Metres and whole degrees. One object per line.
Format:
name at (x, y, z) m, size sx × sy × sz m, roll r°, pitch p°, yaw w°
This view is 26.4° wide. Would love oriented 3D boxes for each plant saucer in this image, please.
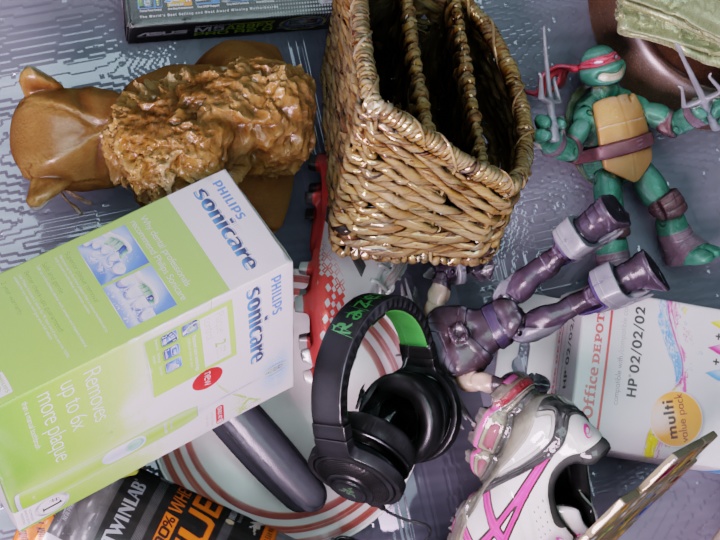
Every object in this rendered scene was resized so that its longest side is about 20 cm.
plant saucer at (0.276, -0.210, 1.185) m, size 0.199 × 0.034 × 0.202 m, roll 1°, pitch 82°, yaw -10°

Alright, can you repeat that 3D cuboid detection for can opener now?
can opener at (-0.093, 0.088, 1.047) m, size 0.079 × 0.063 × 0.200 m, roll -39°, pitch 90°, yaw -12°

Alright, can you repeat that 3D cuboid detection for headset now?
headset at (0.005, 0.112, 1.023) m, size 0.123 × 0.094 × 0.201 m, roll -37°, pitch 123°, yaw -50°

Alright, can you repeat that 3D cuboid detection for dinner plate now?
dinner plate at (-0.052, 0.099, 1.096) m, size 0.199 × 0.024 × 0.202 m, roll 1°, pitch 82°, yaw -9°

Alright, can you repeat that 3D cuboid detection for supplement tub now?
supplement tub at (-0.129, 0.206, 1.015) m, size 0.199 × 0.123 × 0.123 m, roll 24°, pitch 80°, yaw -1°

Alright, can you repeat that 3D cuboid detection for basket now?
basket at (0.051, -0.121, 1.037) m, size 0.142 × 0.149 × 0.201 m, roll 4°, pitch 47°, yaw -8°

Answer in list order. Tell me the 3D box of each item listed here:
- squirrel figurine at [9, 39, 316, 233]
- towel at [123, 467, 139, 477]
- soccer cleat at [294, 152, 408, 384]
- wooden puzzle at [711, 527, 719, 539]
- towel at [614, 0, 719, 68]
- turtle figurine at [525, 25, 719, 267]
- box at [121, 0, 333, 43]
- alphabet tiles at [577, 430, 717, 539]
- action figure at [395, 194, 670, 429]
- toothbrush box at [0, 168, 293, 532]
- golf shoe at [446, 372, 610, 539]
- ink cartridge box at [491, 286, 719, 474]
squirrel figurine at (-0.133, -0.093, 1.015) m, size 0.186 × 0.200 × 0.143 m, roll 1°, pitch 89°, yaw -21°
towel at (-0.246, 0.099, 1.010) m, size 0.199 × 0.144 × 0.023 m, roll -2°, pitch 122°, yaw -8°
soccer cleat at (0.000, 0.000, 1.069) m, size 0.085 × 0.069 × 0.201 m, roll 1°, pitch 59°, yaw 2°
wooden puzzle at (0.352, 0.190, 1.109) m, size 0.200 × 0.037 × 0.185 m, roll 43°, pitch 77°, yaw -26°
towel at (0.270, -0.244, 1.113) m, size 0.148 × 0.036 × 0.201 m, roll 19°, pitch 81°, yaw -6°
turtle figurine at (0.196, -0.093, 1.124) m, size 0.149 × 0.101 × 0.201 m, roll -17°, pitch 99°, yaw -4°
box at (-0.082, -0.256, 1.123) m, size 0.199 × 0.044 × 0.161 m, roll -5°, pitch 84°, yaw -10°
alphabet tiles at (0.158, 0.184, 1.030) m, size 0.006 × 0.166 × 0.200 m, roll 47°, pitch 112°, yaw 18°
action figure at (0.109, 0.031, 1.068) m, size 0.199 × 0.069 × 0.131 m, roll -30°, pitch 78°, yaw 16°
toothbrush box at (-0.144, 0.049, 0.923) m, size 0.199 × 0.146 × 0.086 m, roll -28°, pitch 61°, yaw -20°
golf shoe at (0.112, 0.169, 1.036) m, size 0.092 × 0.201 × 0.072 m, roll 31°, pitch 44°, yaw 28°
ink cartridge box at (0.202, 0.080, 1.118) m, size 0.199 × 0.068 × 0.116 m, roll 9°, pitch 81°, yaw -8°
